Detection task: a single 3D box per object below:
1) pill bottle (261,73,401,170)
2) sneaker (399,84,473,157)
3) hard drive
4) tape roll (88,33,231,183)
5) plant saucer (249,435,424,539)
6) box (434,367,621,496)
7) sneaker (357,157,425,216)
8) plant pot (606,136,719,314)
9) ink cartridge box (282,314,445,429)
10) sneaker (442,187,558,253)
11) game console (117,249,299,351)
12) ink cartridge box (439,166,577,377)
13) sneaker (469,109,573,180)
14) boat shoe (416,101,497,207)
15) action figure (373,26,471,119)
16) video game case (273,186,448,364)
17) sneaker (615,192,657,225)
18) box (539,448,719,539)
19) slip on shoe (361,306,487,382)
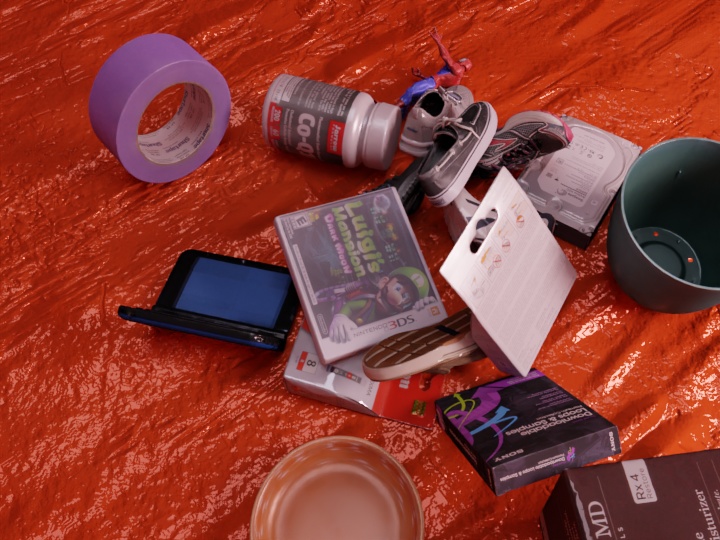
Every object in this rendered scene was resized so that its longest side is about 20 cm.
[{"bbox_3d":[-0.043,-0.225,1.111,0.195,0.115,0.116,16,57,14],"label":"pill bottle"},{"bbox_3d":[0.130,-0.251,1.127,0.073,0.083,0.200,23,43,17],"label":"sneaker"},{"bbox_3d":[0.320,-0.140,1.085,0.138,0.038,0.201,29,63,21],"label":"hard drive"},{"bbox_3d":[-0.296,-0.240,1.081,0.199,0.202,0.085,-38,62,-22],"label":"tape roll"},{"bbox_3d":[-0.026,0.289,0.811,0.194,0.038,0.204,-1,56,1],"label":"plant saucer"},{"bbox_3d":[0.176,0.171,0.806,0.139,0.037,0.200,-16,13,-9],"label":"box"},{"bbox_3d":[0.034,-0.102,1.050,0.081,0.074,0.201,28,61,21],"label":"sneaker"},{"bbox_3d":[0.407,-0.037,0.926,0.194,0.162,0.206,0,65,1],"label":"plant pot"},{"bbox_3d":[0.016,0.100,0.930,0.195,0.051,0.165,11,58,14],"label":"ink cartridge box"},{"bbox_3d":[0.207,-0.058,1.009,0.127,0.080,0.201,-23,58,-15],"label":"sneaker"},{"bbox_3d":[-0.188,0.029,0.950,0.194,0.171,0.122,10,83,9],"label":"game console"},{"bbox_3d":[0.172,0.004,0.872,0.047,0.200,0.162,5,54,53],"label":"ink cartridge box"},{"bbox_3d":[0.218,-0.173,1.064,0.197,0.080,0.076,-10,52,39],"label":"sneaker"},{"bbox_3d":[0.131,-0.183,1.018,0.073,0.068,0.201,-4,46,50],"label":"boat shoe"},{"bbox_3d":[0.093,-0.321,1.195,0.197,0.065,0.100,-29,76,-17],"label":"action figure"},{"bbox_3d":[0.000,0.000,0.942,0.178,0.023,0.204,-15,71,-19],"label":"video game case"},{"bbox_3d":[0.454,-0.128,1.041,0.195,0.083,0.072,-21,62,-10],"label":"sneaker"},{"bbox_3d":[0.301,0.292,0.716,0.194,0.166,0.169,-7,55,-2],"label":"box"},{"bbox_3d":[0.093,0.104,0.897,0.197,0.062,0.075,-22,26,-29],"label":"slip on shoe"}]
